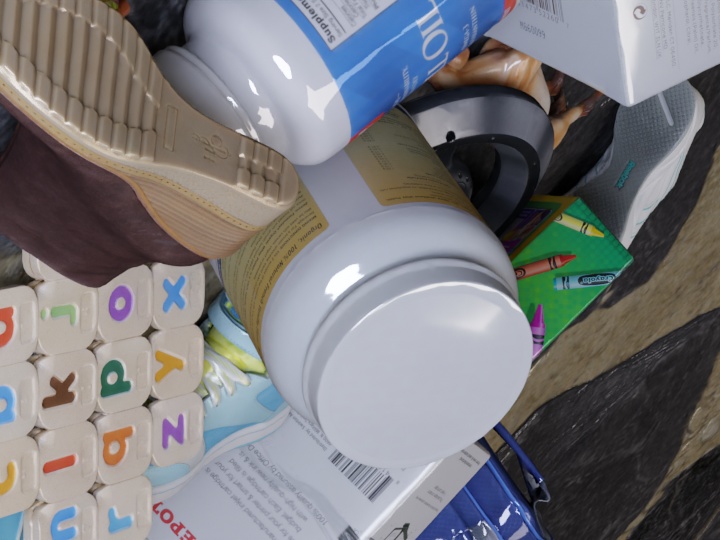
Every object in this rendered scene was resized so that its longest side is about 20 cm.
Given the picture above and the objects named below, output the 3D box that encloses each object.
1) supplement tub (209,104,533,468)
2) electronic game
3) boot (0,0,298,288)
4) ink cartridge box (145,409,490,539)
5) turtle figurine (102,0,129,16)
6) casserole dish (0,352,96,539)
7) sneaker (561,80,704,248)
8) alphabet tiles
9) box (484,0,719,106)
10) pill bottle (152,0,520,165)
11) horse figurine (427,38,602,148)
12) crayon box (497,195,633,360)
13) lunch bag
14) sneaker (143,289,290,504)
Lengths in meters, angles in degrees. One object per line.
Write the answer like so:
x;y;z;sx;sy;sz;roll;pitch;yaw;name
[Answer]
0.000;0.000;1.180;0.144;0.200;0.145;-12;129;-16;supplement tub
0.033;-0.047;1.357;0.200;0.042;0.200;-23;152;-13;electronic game
-0.146;-0.053;1.008;0.166;0.073;0.200;-18;140;43;boot
-0.037;0.143;1.438;0.200;0.146;0.084;-47;157;1;ink cartridge box
-0.083;-0.166;1.004;0.161;0.064;0.200;-24;166;-37;turtle figurine
-0.183;0.123;1.177;0.121;0.039;0.201;36;62;-53;casserole dish
0.198;-0.055;1.617;0.200;0.070;0.080;-54;157;12;sneaker
-0.148;0.060;1.169;0.195;0.015;0.201;-14;108;-57;alphabet tiles
0.176;-0.196;1.207;0.200;0.152;0.107;-25;124;-22;box
-0.020;-0.125;1.109;0.200;0.112;0.112;-40;154;-15;pill bottle
0.111;-0.124;1.397;0.133;0.050;0.200;-48;154;-12;horse figurine
0.095;0.009;1.442;0.119;0.058;0.200;-44;-170;-6;crayon box
0.055;0.156;1.529;0.132;0.200;0.136;-37;158;2;lunch bag
-0.095;0.059;1.302;0.200;0.079;0.131;-30;154;-53;sneaker
